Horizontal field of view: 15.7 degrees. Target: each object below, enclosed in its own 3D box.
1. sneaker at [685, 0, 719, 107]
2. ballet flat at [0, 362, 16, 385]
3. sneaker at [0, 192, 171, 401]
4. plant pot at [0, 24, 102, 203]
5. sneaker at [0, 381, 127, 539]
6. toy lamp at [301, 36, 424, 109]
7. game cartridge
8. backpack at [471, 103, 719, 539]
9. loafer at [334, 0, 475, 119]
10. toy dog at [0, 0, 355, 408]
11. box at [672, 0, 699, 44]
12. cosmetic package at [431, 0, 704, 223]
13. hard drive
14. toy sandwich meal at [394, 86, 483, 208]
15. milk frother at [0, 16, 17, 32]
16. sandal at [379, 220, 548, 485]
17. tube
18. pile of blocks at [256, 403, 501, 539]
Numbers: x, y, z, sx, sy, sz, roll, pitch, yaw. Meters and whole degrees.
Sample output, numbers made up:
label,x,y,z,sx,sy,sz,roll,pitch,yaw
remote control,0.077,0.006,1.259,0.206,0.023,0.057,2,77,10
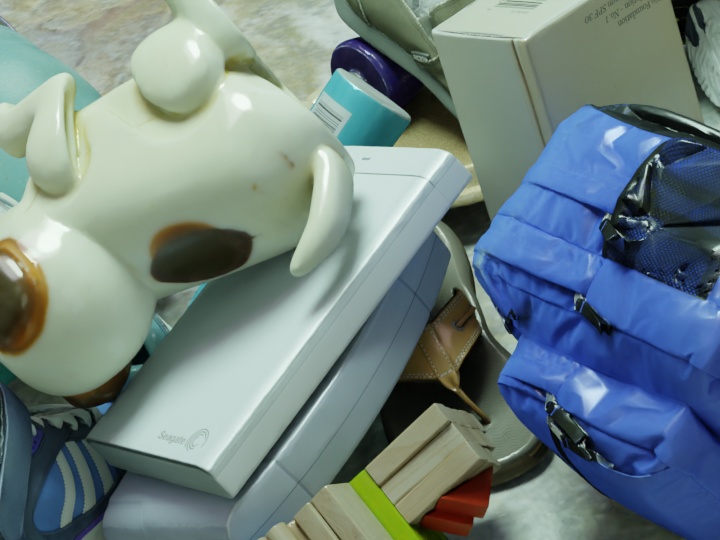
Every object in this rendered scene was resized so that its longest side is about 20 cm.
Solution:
label,x,y,z,sx,sy,sz,roll,pitch,yaw
sneaker,0.291,-0.138,1.530,0.129,0.080,0.199,-18,10,-26
ballet flat,-0.243,0.065,1.404,0.067,0.067,0.200,2,-36,-48
sneaker,-0.180,0.005,1.419,0.078,0.200,0.086,-61,3,-10
plant pot,-0.197,-0.028,1.545,0.134,0.201,0.200,26,43,21
sneaker,-0.177,0.080,1.320,0.080,0.147,0.200,-7,27,25
toy lamp,-0.038,-0.085,1.531,0.200,0.058,0.058,-35,28,-29
game cartridge,-0.038,0.059,1.304,0.133,0.041,0.200,-3,47,49
backpack,0.141,0.019,1.176,0.168,0.163,0.200,-49,38,-5
loafer,0.066,-0.135,1.501,0.200,0.070,0.075,32,60,20
toy dog,-0.107,-0.022,1.304,0.200,0.140,0.194,-41,62,1
box,0.163,-0.185,1.617,0.200,0.048,0.193,-3,-12,34
cosmetic package,0.118,-0.051,1.315,0.103,0.200,0.073,-36,28,-31
hard drive,-0.042,0.020,1.298,0.200,0.027,0.132,-53,27,-18
toy sandwich meal,0.080,-0.087,1.590,0.205,0.070,0.205,-17,35,12
milk frother,-0.352,-0.133,1.842,0.188,0.200,0.180,-33,23,-29
sandal,0.038,0.033,1.329,0.082,0.055,0.200,-22,44,7
tube,-0.048,-0.018,1.462,0.200,0.050,0.077,-55,18,9
pile of blocks,-0.009,0.142,1.192,0.200,0.082,0.062,-35,70,-12
